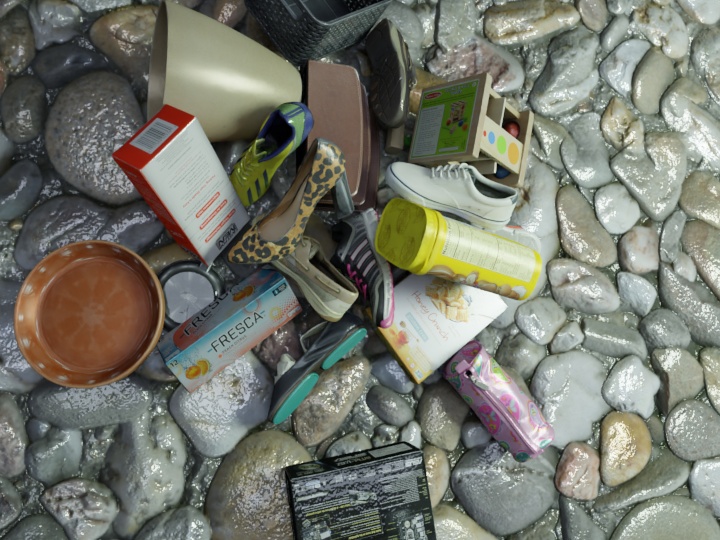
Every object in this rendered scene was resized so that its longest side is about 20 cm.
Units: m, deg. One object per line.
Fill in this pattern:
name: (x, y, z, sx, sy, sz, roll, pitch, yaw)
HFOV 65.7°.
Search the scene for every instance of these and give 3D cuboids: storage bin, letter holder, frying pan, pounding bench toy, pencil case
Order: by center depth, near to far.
frying pan: (-0.226, 0.016, 0.829, 0.190, 0.031, 0.115, -41, 95, -12)
storage bin: (-0.060, -0.417, 0.853, 0.136, 0.094, 0.200, 51, 50, -3)
letter holder: (-0.024, -0.201, 0.868, 0.140, 0.100, 0.203, 2, 82, -15)
pencil case: (0.214, 0.205, 0.877, 0.087, 0.087, 0.200, -42, 97, -15)
pounding bench toy: (0.155, -0.207, 0.907, 0.155, 0.199, 0.126, 18, 80, -42)

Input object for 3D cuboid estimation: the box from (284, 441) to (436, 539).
box: (0.001, 0.355, 0.808, 0.197, 0.086, 0.166, -8, 85, -14)

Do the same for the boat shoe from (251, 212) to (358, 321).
boat shoe: (-0.081, -0.019, 0.822, 0.200, 0.072, 0.065, 49, 116, 14)

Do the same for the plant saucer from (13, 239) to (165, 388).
plant saucer: (-0.371, 0.060, 0.771, 0.197, 0.032, 0.203, 1, 79, -3)

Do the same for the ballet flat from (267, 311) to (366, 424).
ballet flat: (-0.078, 0.136, 0.834, 0.073, 0.073, 0.200, 45, 81, -4)

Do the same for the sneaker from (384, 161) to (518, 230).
sneaker: (0.136, -0.128, 0.821, 0.198, 0.071, 0.073, 18, 43, -3)

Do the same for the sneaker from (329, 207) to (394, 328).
sneaker: (0.000, 0.000, 0.847, 0.086, 0.074, 0.202, -11, 63, -2)

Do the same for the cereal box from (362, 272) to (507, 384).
cereal box: (0.121, 0.063, 0.898, 0.199, 0.040, 0.144, -38, 90, -15)

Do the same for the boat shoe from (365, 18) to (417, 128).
boat shoe: (0.060, -0.313, 0.896, 0.073, 0.074, 0.203, 17, 60, -39)

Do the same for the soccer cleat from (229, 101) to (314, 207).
soccer cleat: (-0.144, -0.161, 0.796, 0.065, 0.200, 0.084, 47, 32, 0)

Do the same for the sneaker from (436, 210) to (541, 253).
sneaker: (0.200, -0.072, 0.921, 0.198, 0.082, 0.077, 29, 108, -14)

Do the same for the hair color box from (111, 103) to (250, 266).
hair color box: (-0.230, -0.107, 0.748, 0.061, 0.201, 0.102, 26, 65, 26)

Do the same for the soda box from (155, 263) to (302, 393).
soda box: (-0.186, 0.080, 0.799, 0.199, 0.063, 0.069, -37, 127, -16)

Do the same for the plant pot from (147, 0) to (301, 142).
plant pot: (-0.192, -0.267, 0.807, 0.198, 0.187, 0.190, 2, 82, -28)

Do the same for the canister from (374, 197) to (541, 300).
canister: (0.138, -0.028, 0.794, 0.198, 0.148, 0.088, 16, 99, -23)

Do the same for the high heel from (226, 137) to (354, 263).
high heel: (-0.106, -0.091, 0.739, 0.198, 0.143, 0.072, -29, 56, -9)
